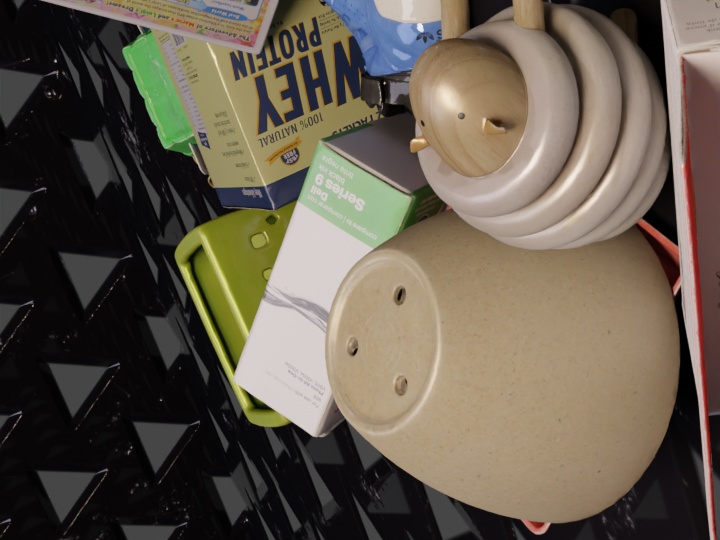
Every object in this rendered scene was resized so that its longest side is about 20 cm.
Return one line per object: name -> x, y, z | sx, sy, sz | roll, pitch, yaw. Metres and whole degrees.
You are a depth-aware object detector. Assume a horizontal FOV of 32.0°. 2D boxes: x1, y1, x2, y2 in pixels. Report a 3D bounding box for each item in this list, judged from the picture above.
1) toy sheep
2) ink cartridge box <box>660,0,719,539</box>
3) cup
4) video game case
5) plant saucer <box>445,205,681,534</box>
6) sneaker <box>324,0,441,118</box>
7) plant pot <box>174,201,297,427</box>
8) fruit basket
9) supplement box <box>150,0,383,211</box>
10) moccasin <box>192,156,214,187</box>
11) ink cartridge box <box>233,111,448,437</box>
toy sheep -> 0.099, -0.076, 0.653 | 0.137, 0.198, 0.141 | -11, 75, 47
ink cartridge box -> 0.166, -0.012, 0.566 | 0.177, 0.044, 0.202 | -78, -22, -53
cup -> 0.063, 0.045, 0.733 | 0.199, 0.142, 0.204 | -12, 75, 50
video game case -> -0.144, -0.246, 0.899 | 0.183, 0.197, 0.024 | 120, 157, -52
plant saucer -> 0.112, 0.030, 0.815 | 0.200, 0.036, 0.202 | 46, 119, 44
sneaker -> 0.011, -0.173, 0.918 | 0.199, 0.076, 0.113 | 34, 137, 50
plant pot -> -0.056, 0.023, 1.232 | 0.203, 0.179, 0.199 | 64, 164, -1
fruit basket -> -0.147, -0.201, 1.282 | 0.093, 0.199, 0.188 | -21, 94, 31
supplement box -> -0.081, -0.172, 1.106 | 0.203, 0.133, 0.200 | 68, 164, -11
moccasin -> -0.172, -0.142, 1.538 | 0.202, 0.077, 0.074 | 49, 158, 43
ink cartridge box -> 0.000, 0.000, 0.917 | 0.083, 0.146, 0.202 | 30, 115, 16
